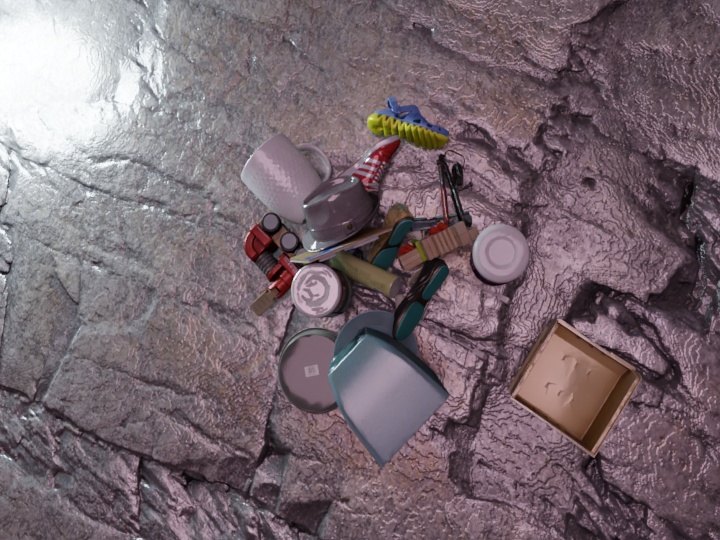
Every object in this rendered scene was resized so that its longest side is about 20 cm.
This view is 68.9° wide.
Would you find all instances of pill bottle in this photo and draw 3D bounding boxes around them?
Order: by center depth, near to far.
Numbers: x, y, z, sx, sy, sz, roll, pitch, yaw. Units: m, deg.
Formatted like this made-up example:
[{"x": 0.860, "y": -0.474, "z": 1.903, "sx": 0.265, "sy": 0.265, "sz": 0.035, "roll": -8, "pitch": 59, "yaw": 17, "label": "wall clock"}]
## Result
[{"x": 0.287, "y": -0.027, "z": 1.103, "sx": 0.109, "sy": 0.200, "sz": 0.116, "roll": -1, "pitch": 85, "yaw": 10, "label": "pill bottle"}, {"x": -0.076, "y": 0.048, "z": 1.164, "sx": 0.107, "sy": 0.200, "sz": 0.115, "roll": -1, "pitch": 85, "yaw": 9, "label": "pill bottle"}]

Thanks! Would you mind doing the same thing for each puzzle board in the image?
[{"x": -0.043, "y": -0.052, "z": 1.128, "sx": 0.196, "sy": 0.150, "sz": 0.018, "roll": -23, "pitch": 101, "yaw": -20, "label": "puzzle board"}]

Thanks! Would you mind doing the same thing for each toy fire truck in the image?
[{"x": -0.216, "y": -0.003, "z": 1.247, "sx": 0.176, "sy": 0.129, "sz": 0.200, "roll": 44, "pitch": 84, "yaw": 10, "label": "toy fire truck"}]

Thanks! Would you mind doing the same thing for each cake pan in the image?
[{"x": -0.109, "y": 0.238, "z": 1.240, "sx": 0.194, "sy": 0.037, "sz": 0.207, "roll": -1, "pitch": 86, "yaw": 11, "label": "cake pan"}]

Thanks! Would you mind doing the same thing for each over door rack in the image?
[{"x": 0.222, "y": 0.087, "z": 1.175, "sx": 0.196, "sy": 0.067, "sz": 0.151, "roll": 26, "pitch": 92, "yaw": 11, "label": "over door rack"}]

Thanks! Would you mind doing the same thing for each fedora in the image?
[{"x": -0.057, "y": -0.137, "z": 1.127, "sx": 0.195, "sy": 0.178, "sz": 0.092, "roll": -23, "pitch": 121, "yaw": 8, "label": "fedora"}]

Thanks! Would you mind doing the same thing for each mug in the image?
[{"x": -0.152, "y": -0.219, "z": 1.239, "sx": 0.175, "sy": 0.148, "sz": 0.200, "roll": 44, "pitch": 64, "yaw": 1, "label": "mug"}]

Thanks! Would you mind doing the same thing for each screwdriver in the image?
[{"x": -0.015, "y": -0.087, "z": 1.232, "sx": 0.028, "sy": 0.028, "sz": 0.207, "roll": -9, "pitch": 97, "yaw": -12, "label": "screwdriver"}]

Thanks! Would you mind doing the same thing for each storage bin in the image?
[{"x": 0.447, "y": 0.238, "z": 1.109, "sx": 0.197, "sy": 0.094, "sz": 0.202, "roll": 33, "pitch": 92, "yaw": 11, "label": "storage bin"}]

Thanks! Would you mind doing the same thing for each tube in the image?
[{"x": 0.000, "y": 0.000, "z": 1.196, "sx": 0.197, "sy": 0.051, "sz": 0.060, "roll": 24, "pitch": 101, "yaw": 29, "label": "tube"}]

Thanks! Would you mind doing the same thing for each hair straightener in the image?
[{"x": 0.215, "y": -0.191, "z": 1.184, "sx": 0.074, "sy": 0.041, "sz": 0.205, "roll": -5, "pitch": 60, "yaw": 3, "label": "hair straightener"}]

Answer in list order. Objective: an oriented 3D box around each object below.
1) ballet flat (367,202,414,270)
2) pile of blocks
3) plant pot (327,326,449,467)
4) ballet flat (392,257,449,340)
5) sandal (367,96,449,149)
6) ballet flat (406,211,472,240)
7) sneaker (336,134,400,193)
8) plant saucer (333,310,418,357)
[{"x": 0.060, "y": -0.071, "z": 1.187, "sx": 0.070, "sy": 0.070, "sz": 0.202, "roll": 39, "pitch": 135, "yaw": 11, "label": "ballet flat"}, {"x": 0.160, "y": -0.067, "z": 1.149, "sx": 0.196, "sy": 0.082, "sz": 0.063, "roll": -24, "pitch": 99, "yaw": 22, "label": "pile of blocks"}, {"x": 0.038, "y": 0.234, "z": 1.095, "sx": 0.196, "sy": 0.196, "sz": 0.200, "roll": -44, "pitch": 93, "yaw": 1, "label": "plant pot"}, {"x": 0.121, "y": 0.059, "z": 1.159, "sx": 0.068, "sy": 0.068, "sz": 0.202, "roll": 34, "pitch": 87, "yaw": 44, "label": "ballet flat"}, {"x": 0.118, "y": -0.349, "z": 1.224, "sx": 0.195, "sy": 0.080, "sz": 0.089, "roll": 22, "pitch": 75, "yaw": 7, "label": "sandal"}, {"x": 0.158, "y": -0.093, "z": 1.201, "sx": 0.194, "sy": 0.074, "sz": 0.077, "roll": -4, "pitch": 85, "yaw": 12, "label": "ballet flat"}, {"x": 0.035, "y": -0.217, "z": 1.229, "sx": 0.199, "sy": 0.071, "sz": 0.114, "roll": -38, "pitch": 76, "yaw": 13, "label": "sneaker"}, {"x": 0.033, "y": 0.190, "z": 1.200, "sx": 0.194, "sy": 0.039, "sz": 0.208, "roll": -1, "pitch": 96, "yaw": -6, "label": "plant saucer"}]
